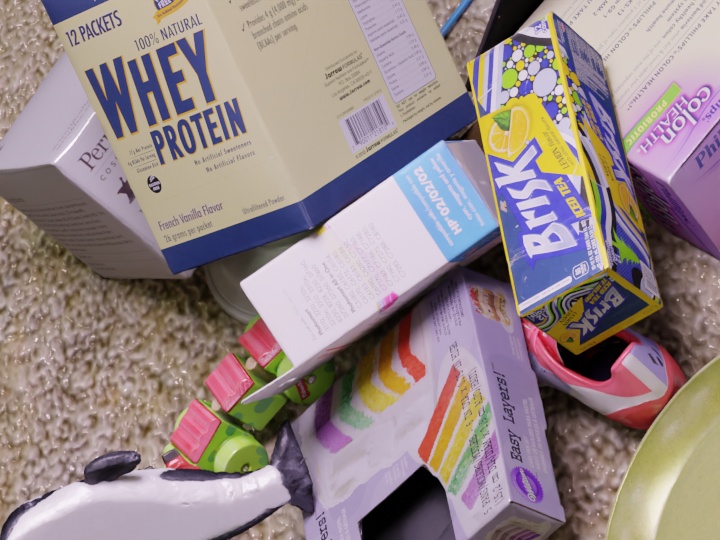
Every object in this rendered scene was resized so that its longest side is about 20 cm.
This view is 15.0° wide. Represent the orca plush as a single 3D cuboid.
[{"bbox_3d":[-0.134,0.139,1.721,0.199,0.106,0.071,-26,29,-7],"label":"orca plush"}]

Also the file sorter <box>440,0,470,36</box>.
[{"bbox_3d":[-0.026,-0.237,2.008,0.199,0.139,0.123,22,69,45],"label":"file sorter"}]

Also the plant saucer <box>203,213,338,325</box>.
[{"bbox_3d":[-0.036,-0.054,1.932,0.199,0.050,0.201,-20,47,23],"label":"plant saucer"}]

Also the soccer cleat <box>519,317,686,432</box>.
[{"bbox_3d":[0.120,0.045,1.716,0.199,0.077,0.067,23,72,45],"label":"soccer cleat"}]

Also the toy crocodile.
[{"bbox_3d":[-0.080,0.086,1.833,0.201,0.062,0.067,-54,43,7],"label":"toy crocodile"}]

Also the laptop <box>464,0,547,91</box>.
[{"bbox_3d":[0.122,-0.252,1.857,0.116,0.188,0.199,38,41,24],"label":"laptop"}]

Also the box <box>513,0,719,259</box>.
[{"bbox_3d":[0.212,-0.131,1.774,0.176,0.097,0.200,-49,42,-6],"label":"box"}]

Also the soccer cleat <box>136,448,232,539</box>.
[{"bbox_3d":[-0.164,0.192,1.821,0.199,0.086,0.069,-33,-1,34],"label":"soccer cleat"}]

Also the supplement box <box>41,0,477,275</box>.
[{"bbox_3d":[-0.062,-0.138,1.763,0.134,0.201,0.200,-17,12,42],"label":"supplement box"}]

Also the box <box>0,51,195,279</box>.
[{"bbox_3d":[-0.147,-0.110,1.953,0.200,0.130,0.200,-56,19,-13],"label":"box"}]

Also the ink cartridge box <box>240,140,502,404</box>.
[{"bbox_3d":[0.000,0.000,1.730,0.199,0.115,0.068,-35,84,12],"label":"ink cartridge box"}]

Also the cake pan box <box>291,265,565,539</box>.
[{"bbox_3d":[0.037,0.128,1.688,0.184,0.052,0.201,-45,38,34],"label":"cake pan box"}]

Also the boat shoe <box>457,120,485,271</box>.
[{"bbox_3d":[0.055,-0.020,1.825,0.200,0.066,0.074,-40,42,22],"label":"boat shoe"}]

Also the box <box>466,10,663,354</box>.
[{"bbox_3d":[0.124,-0.054,1.672,0.070,0.064,0.201,-30,49,26],"label":"box"}]

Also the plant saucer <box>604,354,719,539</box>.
[{"bbox_3d":[0.215,0.132,1.568,0.200,0.031,0.201,-44,28,31],"label":"plant saucer"}]
